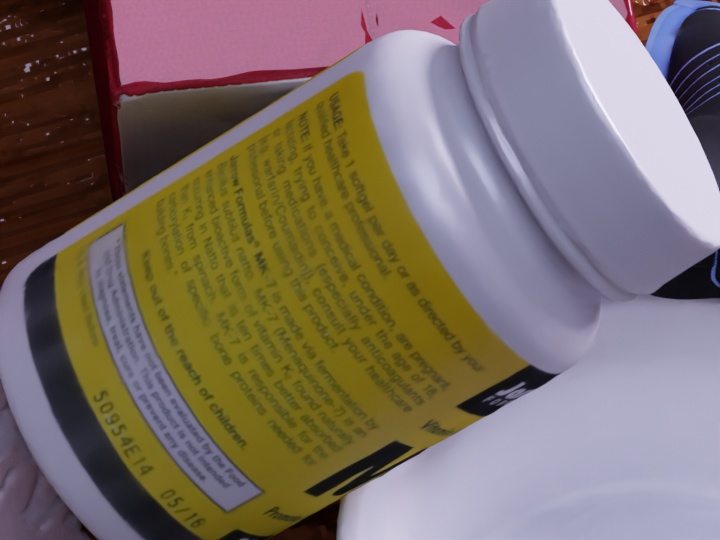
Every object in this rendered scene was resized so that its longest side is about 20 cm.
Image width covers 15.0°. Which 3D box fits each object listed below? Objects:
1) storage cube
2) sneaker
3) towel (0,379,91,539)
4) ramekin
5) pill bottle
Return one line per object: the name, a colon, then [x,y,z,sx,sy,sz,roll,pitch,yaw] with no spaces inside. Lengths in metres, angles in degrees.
storage cube: [-0.012,-0.121,0.941,0.170,0.200,0.181,-7,73,-6]
sneaker: [0.128,-0.039,0.929,0.078,0.070,0.200,8,26,13]
towel: [-0.164,0.121,0.826,0.032,0.200,0.191,28,63,32]
ramekin: [0.095,0.109,0.868,0.199,0.098,0.201,-2,48,3]
pill bottle: [0.000,0.000,0.816,0.200,0.114,0.115,-31,67,19]
